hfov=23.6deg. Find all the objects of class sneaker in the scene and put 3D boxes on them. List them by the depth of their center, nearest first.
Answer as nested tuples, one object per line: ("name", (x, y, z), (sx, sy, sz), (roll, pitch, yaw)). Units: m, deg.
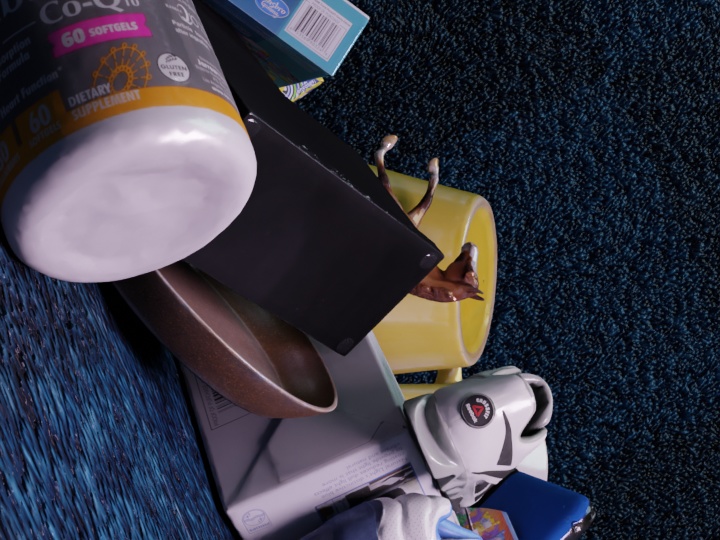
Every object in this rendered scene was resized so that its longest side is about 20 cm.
("sneaker", (0.034, 0.226, 1.044), (0.081, 0.146, 0.201), (-112, 178, -66))
("sneaker", (0.081, 0.101, 1.080), (0.200, 0.088, 0.074), (66, -1, -82))

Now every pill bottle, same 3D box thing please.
("pill bottle", (-0.130, -0.105, 0.785), (0.116, 0.116, 0.201), (65, 1, -64))

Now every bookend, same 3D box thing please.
("bookend", (-0.077, -0.075, 1.044), (0.199, 0.092, 0.200), (34, 16, -48))

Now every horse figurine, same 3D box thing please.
("horse figurine", (-0.014, -0.039, 1.210), (0.050, 0.199, 0.133), (114, -20, -56))

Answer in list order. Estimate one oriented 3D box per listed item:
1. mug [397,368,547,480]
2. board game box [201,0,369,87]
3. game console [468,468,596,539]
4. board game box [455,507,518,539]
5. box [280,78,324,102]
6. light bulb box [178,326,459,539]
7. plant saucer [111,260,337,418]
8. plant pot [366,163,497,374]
("mug", (0.039, 0.145, 1.410), (0.153, 0.150, 0.187), (13, 33, -39))
("board game box", (-0.091, -0.184, 1.135), (0.151, 0.047, 0.200), (35, -6, -14))
("game console", (0.091, 0.260, 1.294), (0.118, 0.200, 0.171), (53, -17, -21))
("board game box", (0.042, 0.229, 1.187), (0.200, 0.158, 0.039), (-112, 178, -55))
("box", (-0.117, -0.147, 1.404), (0.200, 0.070, 0.064), (-10, -66, 59))
("light bulb box", (-0.022, 0.123, 1.145), (0.199, 0.124, 0.200), (-113, 180, -48))
("plant saucer", (-0.092, 0.016, 1.003), (0.200, 0.034, 0.200), (46, 8, -8))
("plant pot", (0.000, 0.000, 1.320), (0.201, 0.188, 0.202), (4, 90, -73))
